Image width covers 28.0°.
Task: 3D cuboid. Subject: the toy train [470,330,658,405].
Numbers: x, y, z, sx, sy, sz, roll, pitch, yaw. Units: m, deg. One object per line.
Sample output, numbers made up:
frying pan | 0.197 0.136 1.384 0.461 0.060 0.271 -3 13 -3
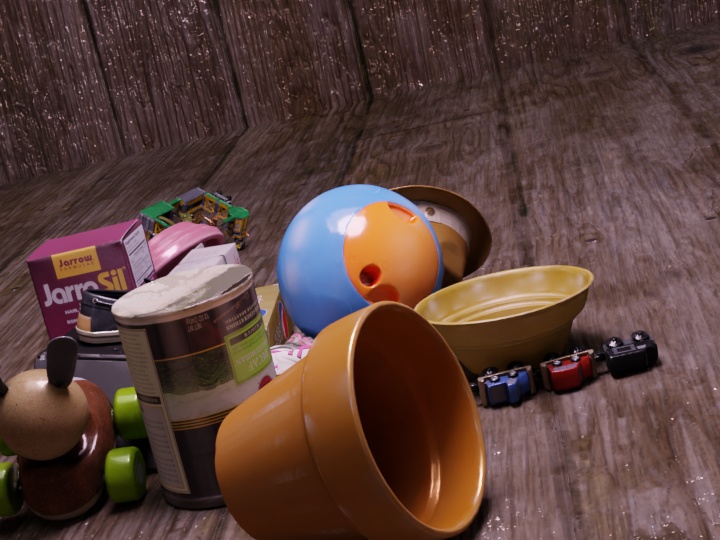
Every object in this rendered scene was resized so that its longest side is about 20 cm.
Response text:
toy train | 0.210 0.103 1.479 0.197 0.035 0.046 -14 28 -1

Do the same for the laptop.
laptop | -0.270 0.136 1.621 0.174 0.105 0.200 2 14 10

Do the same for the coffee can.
coffee can | -0.154 0.113 1.439 0.144 0.203 0.147 -13 15 4

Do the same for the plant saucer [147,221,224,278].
plant saucer | -0.284 -0.001 2.062 0.200 0.051 0.201 -40 -10 -9

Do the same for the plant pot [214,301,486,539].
plant pot | -0.020 0.151 1.241 0.182 0.202 0.200 -22 9 30

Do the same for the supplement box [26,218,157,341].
supplement box | -0.318 0.055 1.802 0.129 0.203 0.103 -12 14 9

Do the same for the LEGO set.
LEGO set | -0.282 -0.045 2.383 0.152 0.117 0.200 23 32 16

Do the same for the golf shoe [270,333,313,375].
golf shoe | -0.063 0.120 1.601 0.091 0.073 0.199 -27 9 -22

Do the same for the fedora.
fedora | 0.072 -0.020 1.851 0.198 0.202 0.083 -10 47 13

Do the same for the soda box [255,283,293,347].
soda box | -0.128 0.079 1.798 0.063 0.069 0.200 -11 15 6

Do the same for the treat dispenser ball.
treat dispenser ball | 0.000 0.000 1.707 0.198 0.204 0.201 -13 15 3

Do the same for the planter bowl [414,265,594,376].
planter bowl | 0.161 0.063 1.556 0.197 0.085 0.201 -12 13 3

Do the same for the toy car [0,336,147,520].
toy car | -0.314 0.135 1.446 0.162 0.202 0.159 -8 43 5

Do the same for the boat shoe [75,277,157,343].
boat shoe | -0.229 0.041 1.659 0.197 0.063 0.074 -5 12 -22

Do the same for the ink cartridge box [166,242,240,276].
ink cartridge box | -0.197 0.037 1.917 0.067 0.118 0.200 -9 16 13
